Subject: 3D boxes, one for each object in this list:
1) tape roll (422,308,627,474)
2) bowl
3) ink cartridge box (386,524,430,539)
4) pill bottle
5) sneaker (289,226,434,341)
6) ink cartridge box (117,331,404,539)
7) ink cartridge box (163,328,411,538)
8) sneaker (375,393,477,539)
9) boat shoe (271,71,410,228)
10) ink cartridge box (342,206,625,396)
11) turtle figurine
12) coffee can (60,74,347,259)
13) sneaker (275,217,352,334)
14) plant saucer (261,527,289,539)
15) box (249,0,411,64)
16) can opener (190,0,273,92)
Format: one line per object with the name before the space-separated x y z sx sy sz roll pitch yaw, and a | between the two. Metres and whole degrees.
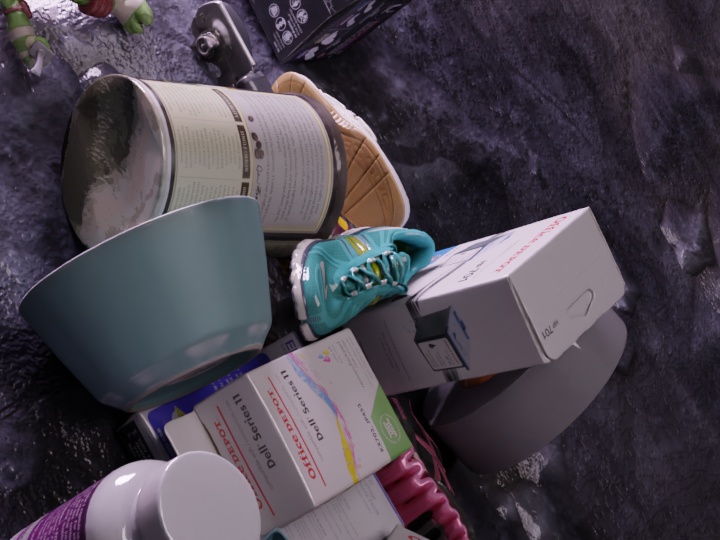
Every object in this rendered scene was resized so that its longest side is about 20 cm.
tape roll | 0.151 0.093 1.397 0.066 0.200 0.201 46 41 -12
bowl | -0.146 0.036 1.136 0.200 0.200 0.106 -15 76 -48
ink cartridge box | 0.057 0.290 1.173 0.144 0.084 0.200 25 12 8
pill bottle | -0.158 0.196 1.023 0.112 0.199 0.113 24 50 -32
sneaker | 0.000 0.000 1.264 0.200 0.079 0.078 -37 117 -59
ink cartridge box | -0.078 0.173 1.238 0.199 0.043 0.200 -26 84 -48
ink cartridge box | -0.053 0.130 1.186 0.199 0.067 0.118 -22 81 -58
sneaker | 0.057 0.194 1.347 0.201 0.079 0.095 61 29 2
boat shoe | -0.008 -0.113 1.446 0.201 0.071 0.069 54 24 22
ink cartridge box | 0.105 0.030 1.304 0.146 0.199 0.087 -36 102 -45
turtle figurine | -0.233 -0.239 1.275 0.193 0.198 0.146 -7 105 -51
coffee can | -0.130 -0.084 1.269 0.199 0.146 0.148 0 65 -45
sneaker | -0.011 -0.004 1.399 0.201 0.074 0.090 60 41 -11
plant saucer | -0.110 0.278 1.075 0.200 0.019 0.070 -43 88 -15
box | -0.052 -0.329 1.516 0.114 0.132 0.202 -17 78 -52
can opener | -0.096 -0.167 1.429 0.067 0.053 0.201 -26 86 -49
